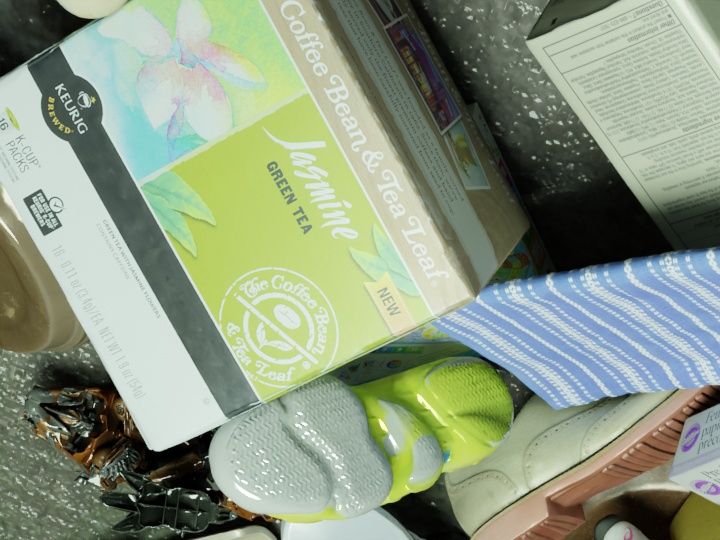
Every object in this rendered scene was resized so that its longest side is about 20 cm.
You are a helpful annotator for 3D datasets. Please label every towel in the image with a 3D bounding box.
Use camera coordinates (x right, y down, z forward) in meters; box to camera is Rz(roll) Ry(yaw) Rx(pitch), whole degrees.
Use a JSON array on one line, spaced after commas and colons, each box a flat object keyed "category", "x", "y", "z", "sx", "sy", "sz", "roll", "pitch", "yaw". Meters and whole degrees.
[{"category": "towel", "x": 0.145, "y": 0.033, "z": 0.917, "sx": 0.199, "sy": 0.024, "sz": 0.145, "roll": -11, "pitch": 151, "yaw": 36}]

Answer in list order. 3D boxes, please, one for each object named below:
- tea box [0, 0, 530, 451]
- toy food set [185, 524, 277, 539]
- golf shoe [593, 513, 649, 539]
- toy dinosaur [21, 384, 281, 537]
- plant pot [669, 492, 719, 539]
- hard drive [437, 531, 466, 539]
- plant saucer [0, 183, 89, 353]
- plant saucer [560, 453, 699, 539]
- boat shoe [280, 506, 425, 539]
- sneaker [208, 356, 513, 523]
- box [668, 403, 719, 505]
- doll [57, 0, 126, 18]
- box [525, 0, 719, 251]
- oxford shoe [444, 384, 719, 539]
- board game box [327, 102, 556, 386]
[{"category": "tea box", "x": -0.054, "y": -0.051, "z": 0.912, "sx": 0.196, "sy": 0.134, "sz": 0.201, "roll": -27, "pitch": 97, "yaw": 23}, {"category": "toy food set", "x": -0.094, "y": 0.265, "z": 1.166, "sx": 0.143, "sy": 0.060, "sz": 0.201, "roll": -17, "pitch": 100, "yaw": 27}, {"category": "golf shoe", "x": 0.136, "y": 0.215, "z": 1.076, "sx": 0.092, "sy": 0.072, "sz": 0.200, "roll": 58, "pitch": 145, "yaw": 22}, {"category": "toy dinosaur", "x": -0.102, "y": 0.107, "z": 1.080, "sx": 0.199, "sy": 0.136, "sz": 0.103, "roll": 2, "pitch": 79, "yaw": -6}, {"category": "plant pot", "x": 0.298, "y": 0.156, "z": 0.938, "sx": 0.193, "sy": 0.200, "sz": 0.196, "roll": 29, "pitch": 110, "yaw": -8}, {"category": "hard drive", "x": 0.030, "y": 0.261, "z": 1.186, "sx": 0.200, "sy": 0.033, "sz": 0.140, "roll": -34, "pitch": 110, "yaw": 28}, {"category": "plant saucer", "x": -0.225, "y": -0.025, "z": 1.000, "sx": 0.199, "sy": 0.029, "sz": 0.201, "roll": 30, "pitch": 149, "yaw": 20}, {"category": "plant saucer", "x": 0.186, "y": 0.176, "z": 1.096, "sx": 0.199, "sy": 0.037, "sz": 0.201, "roll": 6, "pitch": 124, "yaw": 9}, {"category": "boat shoe", "x": 0.019, "y": 0.189, "z": 1.074, "sx": 0.073, "sy": 0.065, "sz": 0.200, "roll": -36, "pitch": 117, "yaw": 5}, {"category": "sneaker", "x": -0.013, "y": 0.099, "z": 0.985, "sx": 0.105, "sy": 0.199, "sz": 0.076, "roll": -26, "pitch": 74, "yaw": 49}, {"category": "box", "x": 0.225, "y": 0.073, "z": 0.901, "sx": 0.041, "sy": 0.039, "sz": 0.200, "roll": 29, "pitch": 152, "yaw": -14}, {"category": "doll", "x": -0.174, "y": -0.177, "z": 0.869, "sx": 0.200, "sy": 0.136, "sz": 0.049, "roll": 36, "pitch": 96, "yaw": 32}, {"category": "box", "x": 0.181, "y": -0.071, "z": 0.898, "sx": 0.095, "sy": 0.078, "sz": 0.200, "roll": -17, "pitch": 120, "yaw": 42}, {"category": "oxford shoe", "x": 0.130, "y": 0.087, "z": 1.030, "sx": 0.200, "sy": 0.074, "sz": 0.071, "roll": -37, "pitch": 153, "yaw": 11}, {"category": "board game box", "x": 0.000, "y": 0.000, "z": 1.022, "sx": 0.199, "sy": 0.034, "sz": 0.135, "roll": -17, "pitch": 118, "yaw": 22}]
